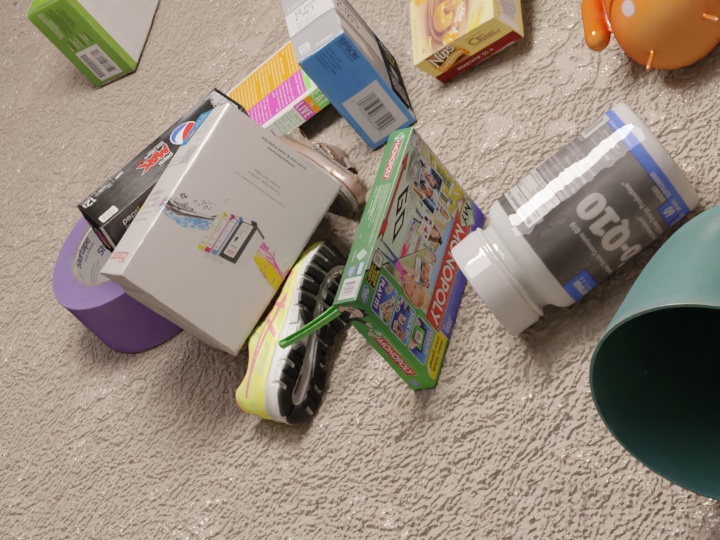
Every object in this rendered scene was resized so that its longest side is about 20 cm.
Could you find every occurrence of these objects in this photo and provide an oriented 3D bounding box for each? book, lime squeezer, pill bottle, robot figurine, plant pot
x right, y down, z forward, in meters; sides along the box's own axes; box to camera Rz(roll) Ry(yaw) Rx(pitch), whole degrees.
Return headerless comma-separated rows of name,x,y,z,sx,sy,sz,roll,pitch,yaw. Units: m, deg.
book,-0.111,-0.184,1.967,0.199,0.048,0.134,-35,30,16
lime squeezer,0.000,0.000,1.611,0.038,0.070,0.201,32,91,37
pill bottle,0.183,-0.041,1.484,0.199,0.114,0.114,-39,35,7
robot figurine,0.285,-0.270,1.614,0.142,0.117,0.201,0,42,-5
plant pot,0.285,0.044,1.237,0.199,0.201,0.162,-9,36,39

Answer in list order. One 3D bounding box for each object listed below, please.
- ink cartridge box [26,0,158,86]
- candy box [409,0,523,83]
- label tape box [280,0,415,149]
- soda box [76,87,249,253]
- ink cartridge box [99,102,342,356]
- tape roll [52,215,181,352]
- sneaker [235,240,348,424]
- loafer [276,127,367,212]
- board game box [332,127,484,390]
ink cartridge box,-0.352,-0.376,2.325,0.075,0.148,0.201,-19,41,32
candy box,0.108,-0.316,1.833,0.115,0.055,0.202,-26,53,37
label tape box,-0.018,-0.246,1.864,0.066,0.143,0.201,-32,37,16
soda box,-0.197,-0.098,1.810,0.200,0.071,0.063,-42,41,-12
ink cartridge box,-0.142,-0.040,1.707,0.201,0.144,0.147,-57,14,-7
tape roll,-0.241,-0.014,1.901,0.199,0.085,0.201,-27,38,23
sneaker,-0.071,0.057,1.668,0.090,0.078,0.201,-9,48,42
loafer,-0.045,-0.117,1.829,0.063,0.072,0.199,-43,31,-14
board game box,0.048,-0.012,1.569,0.029,0.135,0.201,-11,47,37
